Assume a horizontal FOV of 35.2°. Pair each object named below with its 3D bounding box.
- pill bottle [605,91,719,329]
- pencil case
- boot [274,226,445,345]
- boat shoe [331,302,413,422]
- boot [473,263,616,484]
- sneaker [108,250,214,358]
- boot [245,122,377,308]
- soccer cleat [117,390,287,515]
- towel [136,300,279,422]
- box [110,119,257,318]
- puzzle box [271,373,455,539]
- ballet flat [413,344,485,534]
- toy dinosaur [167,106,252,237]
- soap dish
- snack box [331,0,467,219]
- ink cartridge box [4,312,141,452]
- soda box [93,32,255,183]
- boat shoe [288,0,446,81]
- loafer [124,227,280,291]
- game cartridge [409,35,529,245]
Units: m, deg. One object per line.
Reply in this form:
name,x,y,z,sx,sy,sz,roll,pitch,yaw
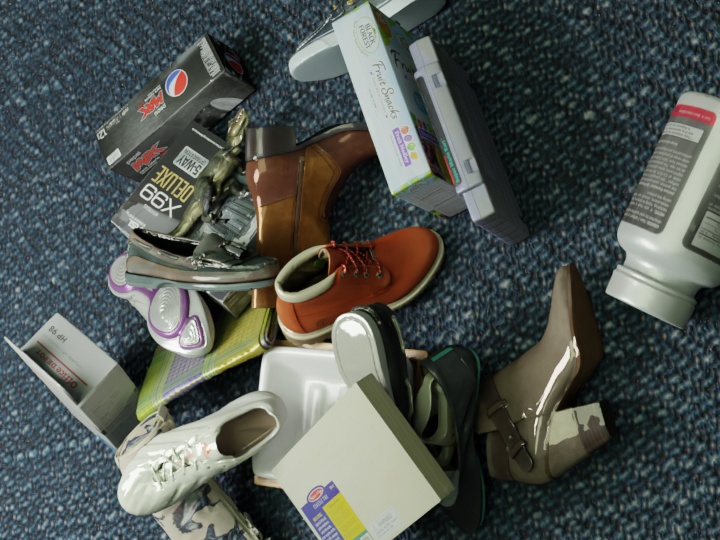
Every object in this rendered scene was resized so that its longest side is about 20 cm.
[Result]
pill bottle,0.307,-0.053,1.053,0.110,0.110,0.202,28,96,29
pencil case,-0.187,0.247,1.246,0.089,0.078,0.201,-35,99,8
boot,0.000,0.000,1.189,0.198,0.108,0.075,-29,59,-9
boat shoe,0.020,0.132,1.113,0.073,0.060,0.203,-7,99,38
boot,0.170,0.109,1.132,0.145,0.070,0.203,-21,66,33
sneaker,-0.213,0.042,1.320,0.075,0.099,0.200,-52,47,1
boot,-0.033,-0.059,1.245,0.068,0.186,0.203,-172,78,-70
soccer cleat,-0.165,0.187,1.164,0.199,0.078,0.070,-32,98,-3
towel,-0.167,0.087,1.294,0.199,0.023,0.144,-30,25,20
box,-0.171,-0.063,1.324,0.199,0.050,0.158,34,79,28
puzzle box,-0.004,0.202,1.099,0.134,0.025,0.200,53,137,11
ballet flat,0.083,0.174,1.132,0.072,0.073,0.203,6,107,29
toy dinosaur,-0.164,-0.088,1.279,0.088,0.047,0.201,26,76,41
soap dish,-0.016,0.160,1.214,0.198,0.081,0.160,2,84,28
snack box,0.051,-0.165,1.191,0.053,0.142,0.202,-26,71,21
ink cartridge box,-0.316,0.129,1.312,0.115,0.201,0.067,34,70,28
soda box,-0.228,-0.195,1.387,0.199,0.071,0.064,-36,63,19
boat shoe,-0.003,-0.296,1.286,0.199,0.071,0.092,-27,69,15
loafer,-0.175,-0.013,1.212,0.198,0.072,0.064,1,100,29
game cartridge,0.110,-0.131,1.161,0.038,0.129,0.202,-26,71,23
